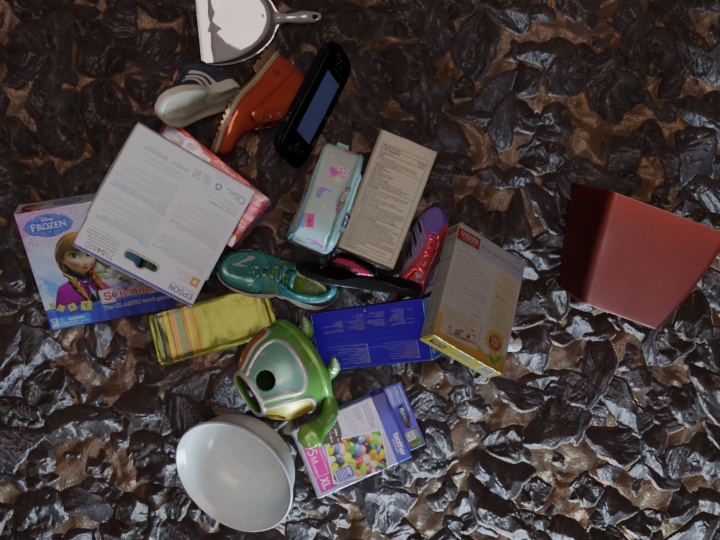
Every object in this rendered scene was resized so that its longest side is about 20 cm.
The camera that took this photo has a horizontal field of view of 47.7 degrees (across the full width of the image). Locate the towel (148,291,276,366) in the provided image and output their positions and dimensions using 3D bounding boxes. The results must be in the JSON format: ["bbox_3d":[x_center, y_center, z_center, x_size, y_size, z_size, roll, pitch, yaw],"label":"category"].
[{"bbox_3d":[-0.238,0.088,1.322,0.198,0.018,0.087,-16,90,-6],"label":"towel"}]

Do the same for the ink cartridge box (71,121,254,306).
[{"bbox_3d":[-0.287,-0.080,1.195,0.199,0.041,0.201,30,85,-18],"label":"ink cartridge box"}]

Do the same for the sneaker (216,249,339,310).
[{"bbox_3d":[-0.129,0.009,1.299,0.198,0.080,0.078,12,79,-9],"label":"sneaker"}]

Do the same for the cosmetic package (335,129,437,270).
[{"bbox_3d":[0.040,-0.111,1.321,0.103,0.087,0.202,23,87,-3],"label":"cosmetic package"}]

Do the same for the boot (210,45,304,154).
[{"bbox_3d":[-0.158,-0.253,1.310,0.107,0.075,0.201,36,78,-10],"label":"boot"}]

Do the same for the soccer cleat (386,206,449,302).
[{"bbox_3d":[0.098,-0.009,1.329,0.066,0.076,0.201,24,87,-6],"label":"soccer cleat"}]

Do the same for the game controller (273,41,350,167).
[{"bbox_3d":[-0.074,-0.264,1.309,0.042,0.104,0.201,25,85,28],"label":"game controller"}]

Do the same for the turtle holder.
[{"bbox_3d":[-0.115,0.176,1.265,0.131,0.140,0.187,-30,107,-29],"label":"turtle holder"}]

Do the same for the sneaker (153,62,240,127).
[{"bbox_3d":[-0.271,-0.279,1.258,0.084,0.200,0.075,40,115,6],"label":"sneaker"}]

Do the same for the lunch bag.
[{"bbox_3d":[-0.051,-0.109,1.256,0.077,0.200,0.162,23,84,-6],"label":"lunch bag"}]

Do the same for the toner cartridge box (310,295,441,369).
[{"bbox_3d":[0.022,0.100,1.283,0.198,0.043,0.096,-9,93,27],"label":"toner cartridge box"}]

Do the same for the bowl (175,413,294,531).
[{"bbox_3d":[-0.179,0.295,1.265,0.199,0.090,0.203,9,118,18],"label":"bowl"}]

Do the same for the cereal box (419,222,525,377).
[{"bbox_3d":[0.176,0.045,1.259,0.143,0.039,0.201,30,60,-22],"label":"cereal box"}]

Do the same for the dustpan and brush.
[{"bbox_3d":[-0.163,-0.412,1.335,0.198,0.057,0.141,-4,99,1],"label":"dustpan and brush"}]

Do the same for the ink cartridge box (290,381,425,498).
[{"bbox_3d":[-0.001,0.274,1.329,0.198,0.042,0.120,-23,91,-8],"label":"ink cartridge box"}]

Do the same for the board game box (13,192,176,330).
[{"bbox_3d":[-0.401,-0.019,1.254,0.198,0.041,0.201,-11,117,-6],"label":"board game box"}]

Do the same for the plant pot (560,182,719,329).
[{"bbox_3d":[0.429,-0.020,1.315,0.198,0.200,0.178,19,99,-5],"label":"plant pot"}]

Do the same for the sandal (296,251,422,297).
[{"bbox_3d":[0.000,0.000,1.267,0.198,0.075,0.045,9,108,2],"label":"sandal"}]

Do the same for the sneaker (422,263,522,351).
[{"bbox_3d":[0.190,0.051,1.334,0.198,0.079,0.131,20,73,-16],"label":"sneaker"}]

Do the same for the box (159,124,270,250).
[{"bbox_3d":[-0.247,-0.131,1.289,0.200,0.095,0.100,38,86,-3],"label":"box"}]
